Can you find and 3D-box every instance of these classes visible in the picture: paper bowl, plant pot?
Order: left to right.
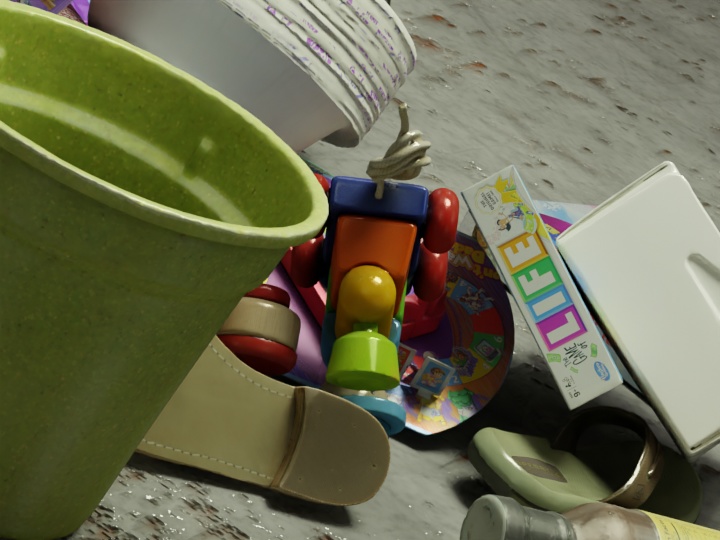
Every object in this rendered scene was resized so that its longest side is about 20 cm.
[{"bbox_3d":[-0.142,0.009,1.281,0.199,0.185,0.201,24,19,-9],"label":"plant pot"},{"bbox_3d":[-0.075,-0.138,1.654,0.200,0.105,0.201,34,-9,6],"label":"paper bowl"}]

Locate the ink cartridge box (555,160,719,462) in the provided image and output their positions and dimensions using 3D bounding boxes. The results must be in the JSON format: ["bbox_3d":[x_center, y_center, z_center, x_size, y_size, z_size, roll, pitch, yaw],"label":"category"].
[{"bbox_3d":[0.186,0.028,1.695,0.146,0.084,0.200,57,2,8],"label":"ink cartridge box"}]

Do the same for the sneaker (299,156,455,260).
[{"bbox_3d":[-0.007,-0.021,1.747,0.199,0.078,0.091,35,12,10],"label":"sneaker"}]

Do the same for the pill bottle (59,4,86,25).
[{"bbox_3d":[-0.193,-0.097,1.610,0.114,0.115,0.200,16,21,-32],"label":"pill bottle"}]

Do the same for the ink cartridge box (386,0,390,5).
[{"bbox_3d":[-0.088,-0.189,1.864,0.198,0.076,0.165,5,-14,9],"label":"ink cartridge box"}]

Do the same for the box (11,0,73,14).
[{"bbox_3d":[-0.227,-0.144,1.558,0.039,0.200,0.137,47,4,-36],"label":"box"}]

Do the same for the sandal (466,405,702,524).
[{"bbox_3d":[0.137,0.108,1.615,0.080,0.058,0.200,40,16,31],"label":"sandal"}]

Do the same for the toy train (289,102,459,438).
[{"bbox_3d":[0.005,0.008,1.478,0.084,0.117,0.200,6,-21,-1],"label":"toy train"}]

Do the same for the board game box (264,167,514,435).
[{"bbox_3d":[0.000,0.000,1.625,0.199,0.039,0.159,23,45,-4],"label":"board game box"}]

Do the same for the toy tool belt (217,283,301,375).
[{"bbox_3d":[-0.110,-0.032,1.482,0.199,0.124,0.125,18,-17,-25],"label":"toy tool belt"}]

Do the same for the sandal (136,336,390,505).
[{"bbox_3d":[-0.088,0.063,1.440,0.211,0.078,0.070,27,-15,-25],"label":"sandal"}]

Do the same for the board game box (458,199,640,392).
[{"bbox_3d":[0.193,0.021,1.966,0.200,0.041,0.199,39,21,31],"label":"board game box"}]

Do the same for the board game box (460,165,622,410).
[{"bbox_3d":[0.105,0.012,1.677,0.135,0.034,0.200,63,2,4],"label":"board game box"}]

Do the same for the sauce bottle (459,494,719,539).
[{"bbox_3d":[0.140,0.155,1.492,0.199,0.065,0.065,16,21,-29],"label":"sauce bottle"}]

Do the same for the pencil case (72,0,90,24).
[{"bbox_3d":[-0.157,-0.131,1.801,0.199,0.089,0.088,16,21,-24],"label":"pencil case"}]
